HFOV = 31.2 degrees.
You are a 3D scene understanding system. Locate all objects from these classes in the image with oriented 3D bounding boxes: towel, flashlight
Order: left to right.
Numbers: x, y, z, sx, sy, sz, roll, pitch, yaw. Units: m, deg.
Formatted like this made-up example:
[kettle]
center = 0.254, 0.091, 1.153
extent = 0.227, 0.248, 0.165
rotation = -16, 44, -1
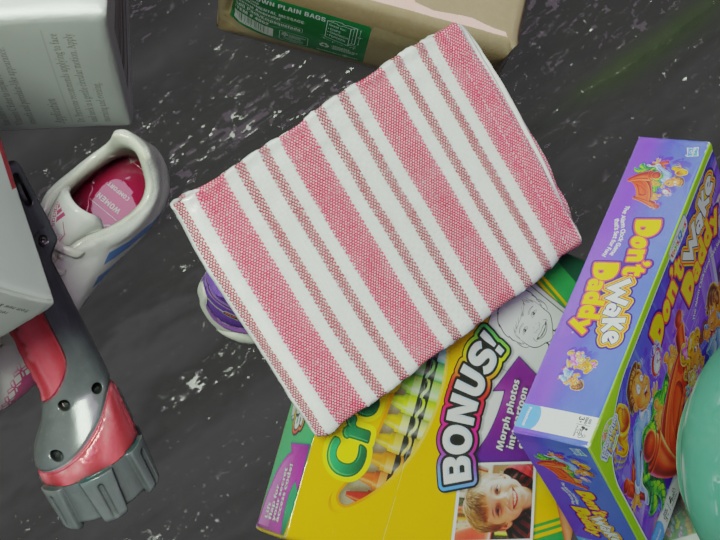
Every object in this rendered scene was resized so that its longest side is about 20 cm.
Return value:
[flashlight]
center = -0.182, 0.046, 0.722
extent = 0.067, 0.068, 0.201
rotation = -15, 112, 22
[towel]
center = 0.015, -0.025, 0.689
extent = 0.199, 0.030, 0.147
rotation = -35, 100, -20

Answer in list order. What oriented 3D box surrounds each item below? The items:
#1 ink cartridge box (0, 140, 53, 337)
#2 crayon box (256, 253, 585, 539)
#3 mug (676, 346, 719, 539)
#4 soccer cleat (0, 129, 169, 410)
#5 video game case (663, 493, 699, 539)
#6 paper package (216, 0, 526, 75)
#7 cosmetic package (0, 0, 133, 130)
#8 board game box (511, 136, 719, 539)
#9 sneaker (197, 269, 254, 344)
[ink cartridge box]
center = -0.272, -0.006, 0.640
extent = 0.199, 0.083, 0.146
rotation = -29, 70, 15
[crayon box]
center = 0.052, 0.074, 0.739
extent = 0.171, 0.058, 0.202
rotation = 20, 78, -22
[mug]
center = 0.251, 0.119, 0.720
extent = 0.152, 0.114, 0.186
rotation = -34, 114, -44
[soccer cleat]
center = -0.190, -0.004, 0.772
extent = 0.070, 0.086, 0.201
rotation = 34, 75, 5
[video game case]
center = 0.220, 0.093, 0.814
extent = 0.198, 0.018, 0.144
rotation = -13, 76, -8
[paper package]
center = 0.021, -0.231, 0.843
extent = 0.198, 0.104, 0.192
rotation = 15, 74, -1
[cosmetic package]
center = -0.245, -0.187, 0.777
extent = 0.198, 0.165, 0.166
rotation = -3, 75, -7
[board game box]
center = 0.162, 0.045, 0.732
extent = 0.044, 0.135, 0.201
rotation = 8, 58, 34
[sneaker]
center = 0.000, 0.000, 0.788
extent = 0.198, 0.083, 0.081
rotation = -14, 76, -9
